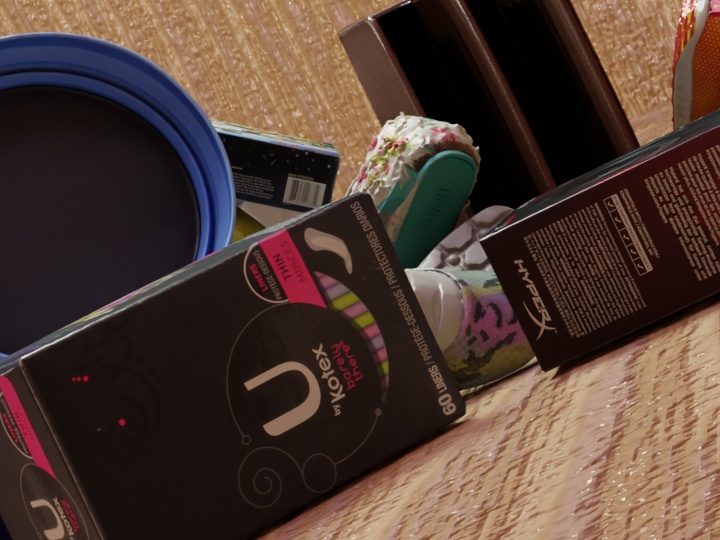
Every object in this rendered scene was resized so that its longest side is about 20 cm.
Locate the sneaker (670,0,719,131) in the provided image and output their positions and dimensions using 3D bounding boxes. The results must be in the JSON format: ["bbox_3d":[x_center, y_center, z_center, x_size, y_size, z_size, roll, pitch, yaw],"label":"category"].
[{"bbox_3d":[0.203,-0.073,1.527,0.077,0.073,0.200,10,-27,10],"label":"sneaker"}]

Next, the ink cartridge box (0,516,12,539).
[{"bbox_3d":[-0.227,0.083,1.749,0.043,0.200,0.198,23,34,33],"label":"ink cartridge box"}]

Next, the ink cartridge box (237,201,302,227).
[{"bbox_3d":[-0.116,0.039,1.993,0.200,0.137,0.076,-24,-2,35],"label":"ink cartridge box"}]

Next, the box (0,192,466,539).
[{"bbox_3d":[-0.072,0.061,1.343,0.200,0.122,0.106,-28,4,-29],"label":"box"}]

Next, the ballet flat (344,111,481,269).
[{"bbox_3d":[0.000,0.000,1.591,0.076,0.064,0.200,23,-76,-41],"label":"ballet flat"}]

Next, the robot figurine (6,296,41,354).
[{"bbox_3d":[-0.238,0.095,1.566,0.058,0.200,0.145,25,-21,-37],"label":"robot figurine"}]

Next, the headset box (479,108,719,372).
[{"bbox_3d":[0.171,-0.034,1.399,0.200,0.077,0.149,-27,2,14],"label":"headset box"}]

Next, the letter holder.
[{"bbox_3d":[0.086,-0.074,1.623,0.101,0.200,0.142,-26,3,-12],"label":"letter holder"}]

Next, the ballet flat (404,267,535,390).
[{"bbox_3d":[-0.005,0.025,1.464,0.200,0.069,0.071,-1,-24,24],"label":"ballet flat"}]

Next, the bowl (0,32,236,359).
[{"bbox_3d":[-0.168,-0.033,1.548,0.201,0.201,0.039,-27,-18,-20],"label":"bowl"}]

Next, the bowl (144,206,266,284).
[{"bbox_3d":[-0.150,0.006,1.660,0.200,0.108,0.200,-35,0,0],"label":"bowl"}]

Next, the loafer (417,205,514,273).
[{"bbox_3d":[0.022,0.044,1.542,0.200,0.070,0.070,-33,-35,-13],"label":"loafer"}]

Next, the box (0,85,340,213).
[{"bbox_3d":[-0.114,-0.073,1.673,0.200,0.038,0.137,12,5,-4],"label":"box"}]
